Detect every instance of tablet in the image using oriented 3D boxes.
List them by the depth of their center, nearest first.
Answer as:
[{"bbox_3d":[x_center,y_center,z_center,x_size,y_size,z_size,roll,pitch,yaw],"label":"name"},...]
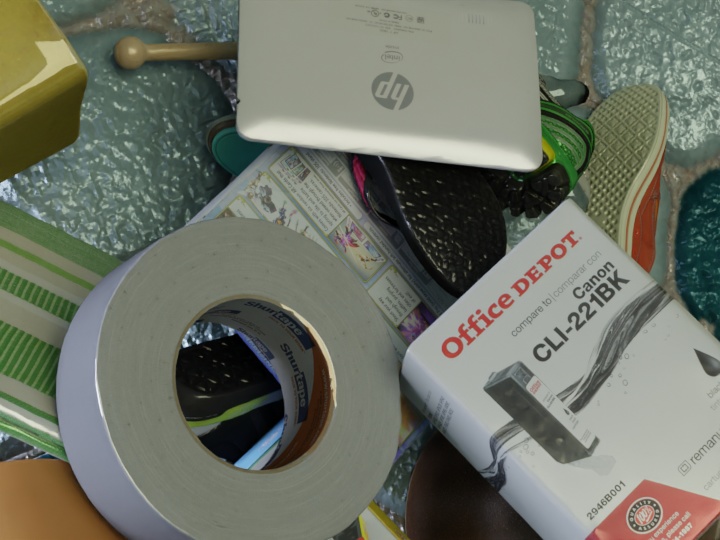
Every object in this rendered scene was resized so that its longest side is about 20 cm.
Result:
[{"bbox_3d":[0.019,-0.130,1.302,0.198,0.014,0.131,6,62,-11],"label":"tablet"}]

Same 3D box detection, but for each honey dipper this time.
[{"bbox_3d":[-0.073,-0.150,1.401,0.199,0.038,0.038,-5,82,-23],"label":"honey dipper"}]

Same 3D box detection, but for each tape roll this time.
[{"bbox_3d":[-0.075,0.073,1.200,0.199,0.066,0.202,8,72,-27],"label":"tape roll"}]

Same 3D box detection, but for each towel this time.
[{"bbox_3d":[-0.196,0.038,1.256,0.152,0.023,0.201,27,30,-17],"label":"towel"}]

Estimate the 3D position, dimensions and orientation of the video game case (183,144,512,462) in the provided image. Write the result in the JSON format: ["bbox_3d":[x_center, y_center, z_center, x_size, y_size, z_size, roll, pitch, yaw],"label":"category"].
[{"bbox_3d":[0.000,0.000,1.327,0.200,0.045,0.181,50,59,-8],"label":"video game case"}]

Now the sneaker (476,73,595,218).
[{"bbox_3d":[0.070,-0.119,1.373,0.200,0.078,0.085,41,44,8],"label":"sneaker"}]

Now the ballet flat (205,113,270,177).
[{"bbox_3d":[-0.015,-0.078,1.408,0.199,0.067,0.064,19,46,-20],"label":"ballet flat"}]

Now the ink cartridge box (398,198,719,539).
[{"bbox_3d":[0.139,0.080,1.219,0.144,0.084,0.200,-42,77,-15],"label":"ink cartridge box"}]

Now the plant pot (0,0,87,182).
[{"bbox_3d":[-0.301,-0.119,1.214,0.200,0.195,0.195,-36,89,-12],"label":"plant pot"}]

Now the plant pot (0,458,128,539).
[{"bbox_3d":[-0.207,0.201,1.204,0.199,0.200,0.141,-5,66,-24],"label":"plant pot"}]

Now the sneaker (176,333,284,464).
[{"bbox_3d":[-0.069,0.086,1.353,0.199,0.083,0.072,-7,39,-38],"label":"sneaker"}]

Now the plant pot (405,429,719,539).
[{"bbox_3d":[0.153,0.162,1.351,0.186,0.200,0.188,4,79,-22],"label":"plant pot"}]

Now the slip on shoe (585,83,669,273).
[{"bbox_3d":[0.188,-0.044,1.486,0.061,0.074,0.201,40,55,-49],"label":"slip on shoe"}]

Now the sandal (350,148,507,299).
[{"bbox_3d":[0.026,-0.066,1.314,0.075,0.045,0.201,-25,75,-37],"label":"sandal"}]

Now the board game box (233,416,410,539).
[{"bbox_3d":[-0.032,0.217,1.316,0.153,0.040,0.200,-43,99,1],"label":"board game box"}]

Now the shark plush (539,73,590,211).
[{"bbox_3d":[0.076,-0.108,1.412,0.199,0.091,0.084,29,53,-21],"label":"shark plush"}]
